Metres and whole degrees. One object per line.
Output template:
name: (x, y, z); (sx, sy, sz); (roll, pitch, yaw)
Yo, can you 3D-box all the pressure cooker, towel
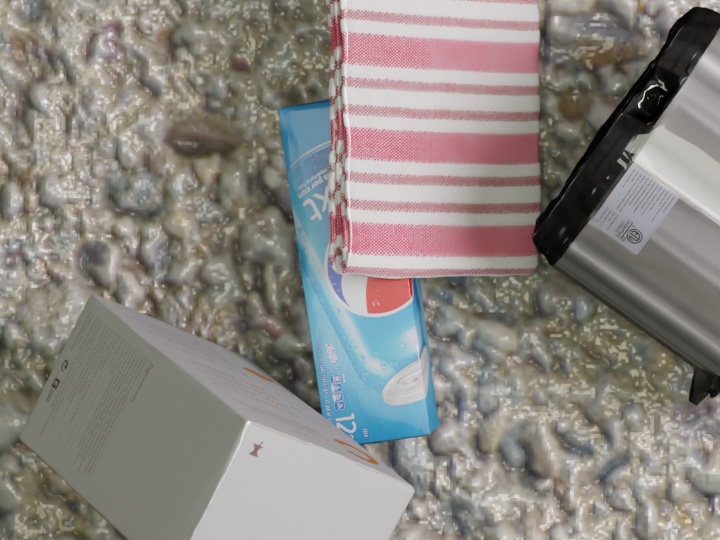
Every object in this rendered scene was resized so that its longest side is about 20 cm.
pressure cooker: (0.216, -0.025, 1.589); (0.200, 0.176, 0.179); (35, 66, 2)
towel: (0.041, -0.095, 1.642); (0.146, 0.030, 0.201); (1, 88, -36)

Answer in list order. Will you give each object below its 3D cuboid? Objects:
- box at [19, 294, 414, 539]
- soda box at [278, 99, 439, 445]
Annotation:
box: (-0.084, 0.107, 1.604); (0.124, 0.200, 0.098); (24, 95, -36)
soda box: (0.000, 0.000, 1.672); (0.064, 0.068, 0.201); (-9, 90, 6)
